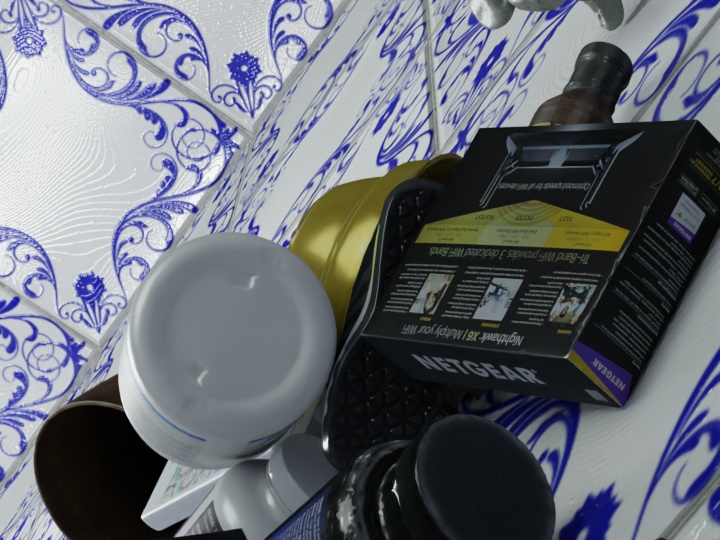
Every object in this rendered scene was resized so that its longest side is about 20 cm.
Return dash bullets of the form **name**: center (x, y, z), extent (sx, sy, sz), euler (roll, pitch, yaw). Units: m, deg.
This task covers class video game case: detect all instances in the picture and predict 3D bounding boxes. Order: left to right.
- **video game case**: center (-0.080, 0.098, 1.485), extent (0.200, 0.024, 0.183), euler (-32, 27, 48)

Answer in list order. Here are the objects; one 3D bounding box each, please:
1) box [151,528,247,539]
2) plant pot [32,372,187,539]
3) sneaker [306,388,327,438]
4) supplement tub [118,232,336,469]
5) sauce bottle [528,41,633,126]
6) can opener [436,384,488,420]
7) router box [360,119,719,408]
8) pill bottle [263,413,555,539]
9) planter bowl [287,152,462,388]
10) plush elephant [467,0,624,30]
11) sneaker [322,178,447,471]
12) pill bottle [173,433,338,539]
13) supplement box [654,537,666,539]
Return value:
- **box**: center (-0.103, 0.263, 1.016), extent (0.164, 0.086, 0.200), euler (58, 132, 31)
- **plant pot**: center (-0.157, 0.148, 1.714), extent (0.187, 0.187, 0.200), euler (-47, -1, 39)
- **sneaker**: center (-0.073, 0.146, 1.529), extent (0.088, 0.081, 0.200), euler (-59, 10, -25)
- **supplement tub**: center (-0.092, 0.058, 1.264), extent (0.132, 0.132, 0.200), euler (-59, 3, -15)
- **sauce bottle**: center (0.135, -0.072, 1.303), extent (0.065, 0.065, 0.201), euler (-39, 19, 57)
- **can opener**: center (0.078, 0.039, 1.250), extent (0.200, 0.053, 0.067), euler (-49, 13, 27)
- **router box**: center (0.107, -0.008, 1.112), extent (0.200, 0.052, 0.158), euler (5, 59, 57)
- **pill bottle**: center (0.012, 0.159, 1.023), extent (0.200, 0.112, 0.112), euler (-45, 15, 44)
- **planter bowl**: center (0.000, 0.000, 1.373), extent (0.201, 0.083, 0.201), euler (-49, -29, -41)
- **plush elephant**: center (0.166, -0.260, 1.508), extent (0.165, 0.199, 0.156), euler (-9, 66, 66)
- **sneaker**: center (0.024, 0.038, 1.232), extent (0.083, 0.071, 0.201), euler (131, 157, -75)
- **pill bottle**: center (-0.076, 0.205, 1.279), extent (0.200, 0.112, 0.113), euler (-51, 12, 24)
- **supplement box**: center (0.074, 0.192, 0.793), extent (0.200, 0.061, 0.109), euler (-40, 19, 54)
